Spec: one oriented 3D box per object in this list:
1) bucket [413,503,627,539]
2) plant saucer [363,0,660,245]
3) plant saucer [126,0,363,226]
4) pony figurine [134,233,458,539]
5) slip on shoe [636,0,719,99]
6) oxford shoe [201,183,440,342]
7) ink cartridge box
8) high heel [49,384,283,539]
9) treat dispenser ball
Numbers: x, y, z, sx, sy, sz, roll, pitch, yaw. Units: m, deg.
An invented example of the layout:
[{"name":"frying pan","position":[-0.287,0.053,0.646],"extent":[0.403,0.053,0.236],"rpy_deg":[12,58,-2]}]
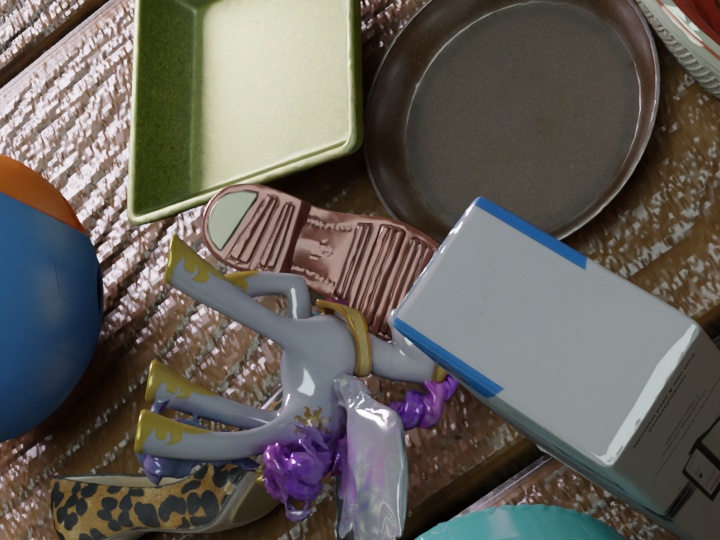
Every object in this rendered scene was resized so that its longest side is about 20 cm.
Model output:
[{"name":"bucket","position":[0.087,0.228,0.847],"extent":[0.207,0.207,0.135],"rpy_deg":[-39,26,10]},{"name":"plant saucer","position":[0.097,-0.099,1.069],"extent":[0.199,0.032,0.202],"rpy_deg":[-10,67,25]},{"name":"plant saucer","position":[-0.069,-0.138,1.147],"extent":[0.199,0.048,0.202],"rpy_deg":[-16,64,35]},{"name":"pony figurine","position":[-0.024,0.084,0.967],"extent":[0.198,0.167,0.195],"rpy_deg":[10,77,-6]},{"name":"slip on shoe","position":[0.188,-0.187,1.031],"extent":[0.061,0.074,0.201],"rpy_deg":[-30,56,12]},{"name":"oxford shoe","position":[0.000,0.000,1.066],"extent":[0.199,0.074,0.071],"rpy_deg":[26,86,13]},{"name":"ink cartridge box","position":[0.126,0.061,0.896],"extent":[0.146,0.200,0.085],"rpy_deg":[32,86,32]},{"name":"high heel","position":[-0.117,0.116,1.079],"extent":[0.142,0.071,0.201],"rpy_deg":[38,101,27]},{"name":"treat dispenser ball","position":[-0.270,0.019,1.122],"extent":[0.199,0.201,0.203],"rpy_deg":[-10,68,25]}]
